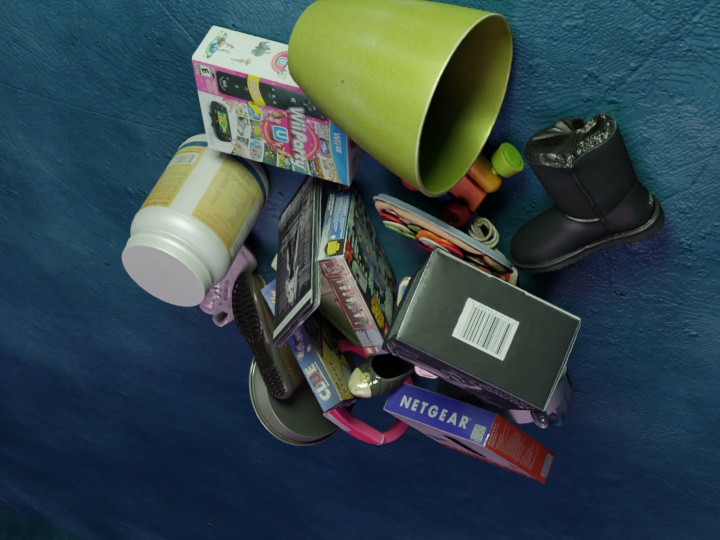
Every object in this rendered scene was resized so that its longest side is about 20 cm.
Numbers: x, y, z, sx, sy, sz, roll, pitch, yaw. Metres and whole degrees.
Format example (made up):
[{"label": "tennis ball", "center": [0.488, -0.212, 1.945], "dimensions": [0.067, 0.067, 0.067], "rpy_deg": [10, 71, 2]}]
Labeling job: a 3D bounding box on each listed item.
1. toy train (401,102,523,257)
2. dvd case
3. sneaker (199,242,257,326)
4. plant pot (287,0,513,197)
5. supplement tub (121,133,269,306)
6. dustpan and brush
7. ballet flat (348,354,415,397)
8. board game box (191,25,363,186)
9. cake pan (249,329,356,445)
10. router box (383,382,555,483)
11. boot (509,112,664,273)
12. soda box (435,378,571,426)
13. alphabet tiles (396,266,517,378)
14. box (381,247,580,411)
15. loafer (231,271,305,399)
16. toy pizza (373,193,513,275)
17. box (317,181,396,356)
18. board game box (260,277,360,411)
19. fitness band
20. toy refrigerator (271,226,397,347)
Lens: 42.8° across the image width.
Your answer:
[{"label": "toy train", "center": [0.147, -0.105, 1.083], "dimensions": [0.199, 0.085, 0.115], "rpy_deg": [40, 130, -21]}, {"label": "dvd case", "center": [-0.084, -0.017, 1.236], "dimensions": [0.016, 0.203, 0.149], "rpy_deg": [11, 151, -21]}, {"label": "sneaker", "center": [-0.210, 0.014, 1.432], "dimensions": [0.074, 0.100, 0.202], "rpy_deg": [31, 150, 26]}, {"label": "plant pot", "center": [0.027, -0.203, 0.954], "dimensions": [0.198, 0.188, 0.189], "rpy_deg": [27, 149, 24]}, {"label": "supplement tub", "center": [-0.222, -0.068, 1.245], "dimensions": [0.142, 0.202, 0.146], "rpy_deg": [17, 145, 12]}, {"label": "dustpan and brush", "center": [0.235, 0.178, 1.273], "dimensions": [0.137, 0.201, 0.058], "rpy_deg": [-21, 114, 4]}, {"label": "ballet flat", "center": [0.067, 0.123, 1.357], "dimensions": [0.067, 0.198, 0.057], "rpy_deg": [56, 169, 26]}, {"label": "board game box", "center": [-0.096, -0.198, 1.118], "dimensions": [0.197, 0.065, 0.149], "rpy_deg": [16, 145, 12]}, {"label": "cake pan", "center": [-0.084, 0.180, 1.484], "dimensions": [0.200, 0.202, 0.037], "rpy_deg": [40, 154, -21]}, {"label": "router box", "center": [0.160, 0.238, 1.360], "dimensions": [0.198, 0.050, 0.179], "rpy_deg": [12, 162, 46]}, {"label": "boot", "center": [0.226, -0.088, 1.044], "dimensions": [0.198, 0.077, 0.168], "rpy_deg": [-16, 132, 35]}, {"label": "soda box", "center": [0.219, 0.186, 1.418], "dimensions": [0.197, 0.069, 0.064], "rpy_deg": [2, 144, 31]}, {"label": "alphabet tiles", "center": [0.146, 0.072, 1.288], "dimensions": [0.196, 0.015, 0.199], "rpy_deg": [11, 117, 9]}, {"label": "box", "center": [0.143, 0.081, 1.158], "dimensions": [0.197, 0.126, 0.197], "rpy_deg": [26, 172, 0]}, {"label": "loafer", "center": [-0.137, 0.094, 1.413], "dimensions": [0.072, 0.070, 0.203], "rpy_deg": [-12, 99, 49]}, {"label": "toy pizza", "center": [0.099, -0.037, 1.146], "dimensions": [0.198, 0.032, 0.200], "rpy_deg": [29, 180, 0]}, {"label": "box", "center": [0.000, 0.000, 1.249], "dimensions": [0.039, 0.138, 0.201], "rpy_deg": [-8, 136, 17]}, {"label": "board game box", "center": [-0.070, 0.110, 1.376], "dimensions": [0.034, 0.202, 0.135], "rpy_deg": [-30, 168, 10]}, {"label": "fitness band", "center": [0.010, 0.196, 1.495], "dimensions": [0.199, 0.145, 0.037], "rpy_deg": [37, 151, -26]}, {"label": "toy refrigerator", "center": [-0.034, 0.027, 1.371], "dimensions": [0.075, 0.071, 0.200], "rpy_deg": [-16, 128, 44]}]
